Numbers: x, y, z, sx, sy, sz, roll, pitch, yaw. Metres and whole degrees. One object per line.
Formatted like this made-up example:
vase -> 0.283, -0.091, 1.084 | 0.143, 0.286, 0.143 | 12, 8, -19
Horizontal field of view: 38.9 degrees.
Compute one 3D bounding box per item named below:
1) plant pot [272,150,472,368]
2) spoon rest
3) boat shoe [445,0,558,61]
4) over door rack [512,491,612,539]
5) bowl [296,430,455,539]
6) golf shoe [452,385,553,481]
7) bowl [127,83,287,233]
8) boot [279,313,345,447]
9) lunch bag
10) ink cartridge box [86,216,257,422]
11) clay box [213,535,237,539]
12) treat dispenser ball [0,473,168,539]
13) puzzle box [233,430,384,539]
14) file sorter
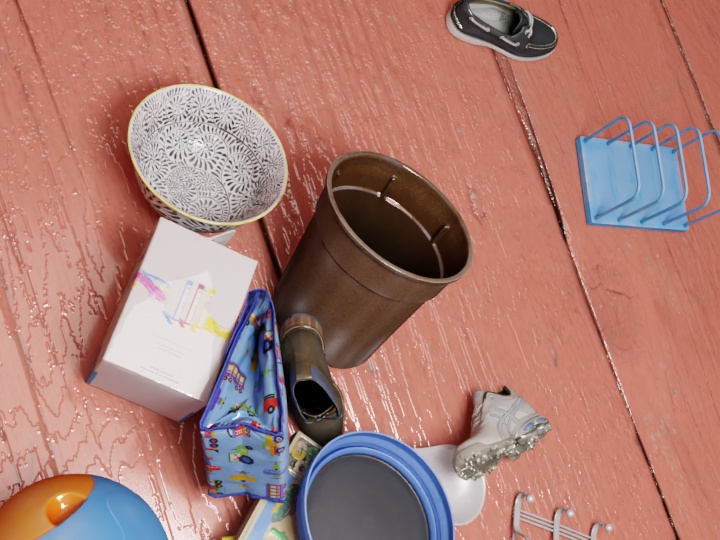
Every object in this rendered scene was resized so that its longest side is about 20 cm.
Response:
plant pot -> 0.000, 0.000, 1.220 | 0.198, 0.199, 0.202 | 24, 37, -19
spoon rest -> 0.077, 0.257, 1.286 | 0.197, 0.060, 0.101 | 22, 64, -19
boat shoe -> 0.227, -0.370, 1.549 | 0.196, 0.060, 0.077 | 1, 74, -26
over door rack -> 0.258, 0.408, 1.329 | 0.146, 0.066, 0.203 | 23, 66, -18
bowl -> 0.016, 0.286, 1.165 | 0.197, 0.039, 0.204 | 17, 53, -23
golf shoe -> 0.164, 0.207, 1.325 | 0.199, 0.078, 0.098 | -9, 56, -54
bowl -> -0.194, -0.115, 1.228 | 0.197, 0.094, 0.204 | 15, 52, -20
boot -> -0.057, 0.159, 1.180 | 0.073, 0.203, 0.098 | -12, 34, 2
lunch bag -> -0.117, 0.132, 1.146 | 0.092, 0.152, 0.203 | 5, 51, 0
ink cartridge box -> -0.211, 0.048, 1.162 | 0.124, 0.128, 0.203 | 24, 65, -15
clay box -> -0.069, 0.358, 1.188 | 0.197, 0.047, 0.117 | 0, 73, -28
treat dispenser ball -> -0.285, 0.304, 1.007 | 0.197, 0.200, 0.205 | 8, 71, -24
puzzle box -> -0.068, 0.305, 1.166 | 0.132, 0.025, 0.202 | 36, 58, -10
file sorter -> 0.453, -0.148, 1.563 | 0.196, 0.122, 0.142 | 3, 74, -26
